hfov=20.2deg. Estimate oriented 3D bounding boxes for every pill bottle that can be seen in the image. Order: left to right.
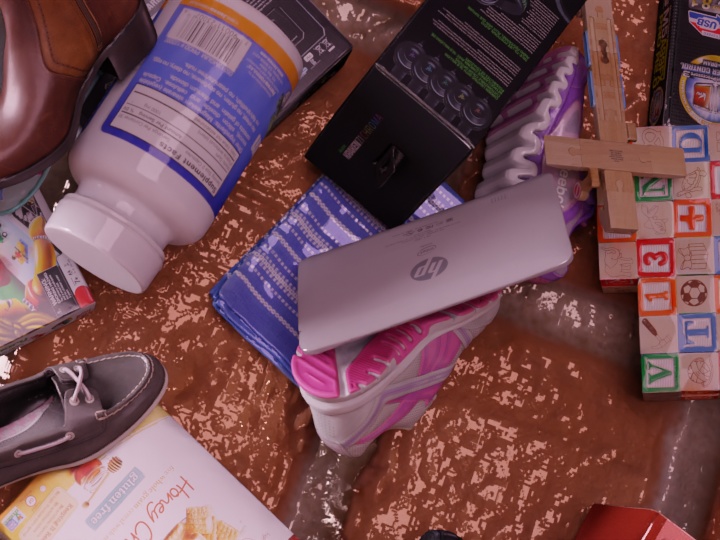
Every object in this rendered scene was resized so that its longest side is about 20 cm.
[{"bbox_3d":[-0.133,-0.089,1.408,0.112,0.112,0.201,31,75,-4],"label":"pill bottle"}]

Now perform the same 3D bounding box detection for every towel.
[{"bbox_3d":[0.000,0.000,1.513,0.145,0.024,0.200,43,73,-1],"label":"towel"}]

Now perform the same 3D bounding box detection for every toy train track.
[{"bbox_3d":[0.179,-0.118,1.505,0.114,0.033,0.202,5,67,-19],"label":"toy train track"}]

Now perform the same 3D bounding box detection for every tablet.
[{"bbox_3d":[0.049,-0.007,1.424,0.198,0.130,0.014,-20,119,9],"label":"tablet"}]

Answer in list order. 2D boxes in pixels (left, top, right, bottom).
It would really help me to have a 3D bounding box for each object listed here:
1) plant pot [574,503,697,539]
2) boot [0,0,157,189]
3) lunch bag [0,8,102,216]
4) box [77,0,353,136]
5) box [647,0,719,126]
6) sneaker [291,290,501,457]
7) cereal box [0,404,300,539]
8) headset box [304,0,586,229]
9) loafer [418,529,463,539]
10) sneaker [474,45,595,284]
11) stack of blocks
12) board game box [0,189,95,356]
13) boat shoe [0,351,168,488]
[{"bbox_3d":[0.210,0.295,1.413,0.199,0.200,0.177,38,83,-2],"label":"plant pot"},{"bbox_3d":[-0.228,-0.174,1.294,0.188,0.068,0.201,-46,133,-20],"label":"boot"},{"bbox_3d":[-0.255,-0.148,1.389,0.160,0.077,0.201,35,82,-38],"label":"lunch bag"},{"bbox_3d":[-0.129,-0.153,1.506,0.158,0.048,0.200,45,73,2],"label":"box"},{"bbox_3d":[0.333,-0.166,1.611,0.198,0.044,0.162,11,75,-9],"label":"box"},{"bbox_3d":[0.026,0.062,1.464,0.081,0.089,0.199,30,47,33],"label":"sneaker"},{"bbox_3d":[-0.141,0.196,1.429,0.200,0.040,0.144,42,72,0],"label":"cereal box"},{"bbox_3d":[0.063,-0.143,1.465,0.093,0.174,0.200,39,63,-3],"label":"headset box"},{"bbox_3d":[0.068,0.286,1.443,0.070,0.068,0.203,1,82,-20],"label":"loafer"},{"bbox_3d":[0.141,-0.074,1.536,0.088,0.080,0.202,28,66,-22],"label":"sneaker"},{"bbox_3d":[0.238,-0.005,1.528,0.114,0.059,0.202,-3,81,9],"label":"stack of blocks"},{"bbox_3d":[-0.290,-0.035,1.452,0.126,0.035,0.201,-26,84,-16],"label":"board game box"},{"bbox_3d":[-0.229,0.105,1.396,0.199,0.057,0.067,-26,51,-3],"label":"boat shoe"}]
